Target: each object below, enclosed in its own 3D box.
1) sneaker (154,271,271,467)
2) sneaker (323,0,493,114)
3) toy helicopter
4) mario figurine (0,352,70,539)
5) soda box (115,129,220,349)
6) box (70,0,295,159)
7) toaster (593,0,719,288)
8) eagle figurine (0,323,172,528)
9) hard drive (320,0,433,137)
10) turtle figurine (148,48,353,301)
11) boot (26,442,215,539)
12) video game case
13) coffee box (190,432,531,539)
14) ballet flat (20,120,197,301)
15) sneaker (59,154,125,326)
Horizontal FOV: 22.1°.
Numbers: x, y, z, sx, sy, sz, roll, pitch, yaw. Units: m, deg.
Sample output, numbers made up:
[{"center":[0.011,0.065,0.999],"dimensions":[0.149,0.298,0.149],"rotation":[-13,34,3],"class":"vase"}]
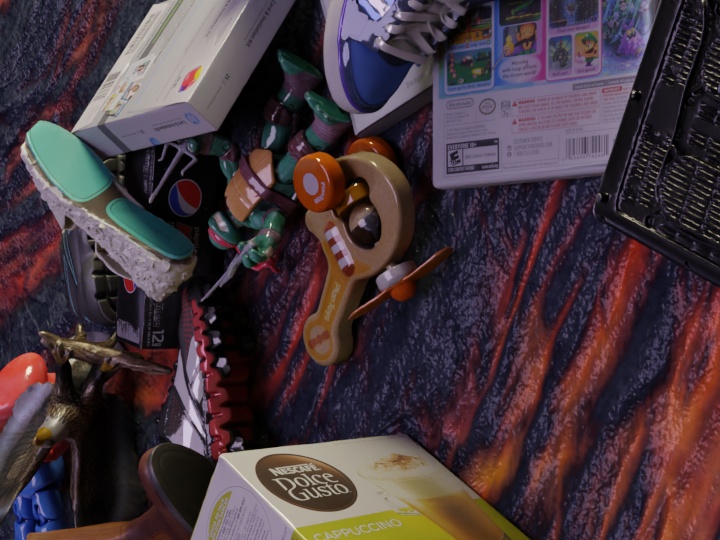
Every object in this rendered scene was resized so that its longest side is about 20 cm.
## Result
[{"center":[-0.140,0.106,1.617],"dimensions":[0.097,0.071,0.203],"rotation":[-16,79,27],"class":"sneaker"},{"center":[0.059,-0.200,1.341],"dimensions":[0.146,0.080,0.202],"rotation":[22,95,45],"class":"sneaker"},{"center":[0.000,0.000,1.491],"dimensions":[0.132,0.079,0.201],"rotation":[40,130,29],"class":"toy helicopter"},{"center":[-0.308,0.180,1.828],"dimensions":[0.122,0.106,0.202],"rotation":[-6,98,10],"class":"mario figurine"},{"center":[-0.174,-0.032,1.659],"dimensions":[0.063,0.070,0.202],"rotation":[14,101,57],"class":"soda box"},{"center":[-0.152,-0.179,1.585],"dimensions":[0.199,0.041,0.157],"rotation":[-9,47,53],"class":"box"},{"center":[0.266,-0.080,1.151],"dimensions":[0.199,0.118,0.183],"rotation":[33,115,42],"class":"toaster"},{"center":[-0.274,0.156,1.715],"dimensions":[0.151,0.150,0.202],"rotation":[30,114,43],"class":"eagle figurine"},{"center":[0.020,-0.227,1.483],"dimensions":[0.131,0.026,0.202],"rotation":[-29,69,44],"class":"hard drive"},{"center":[-0.092,-0.079,1.554],"dimensions":[0.150,0.100,0.201],"rotation":[46,111,24],"class":"turtle figurine"},{"center":[-0.202,0.218,1.595],"dimensions":[0.198,0.188,0.069],"rotation":[-8,57,25],"class":"boot"},{"center":[0.135,-0.157,1.341],"dimensions":[0.199,0.024,0.184],"rotation":[-3,84,41],"class":"video game case"},{"center":[-0.009,0.263,1.395],"dimensions":[0.197,0.198,0.202],"rotation":[38,118,40],"class":"coffee box"},{"center":[-0.228,-0.045,1.598],"dimensions":[0.200,0.072,0.072],"rotation":[41,121,15],"class":"ballet flat"},{"center":[-0.260,-0.047,1.754],"dimensions":[0.079,0.075,0.202],"rotation":[-4,87,49],"class":"sneaker"}]
